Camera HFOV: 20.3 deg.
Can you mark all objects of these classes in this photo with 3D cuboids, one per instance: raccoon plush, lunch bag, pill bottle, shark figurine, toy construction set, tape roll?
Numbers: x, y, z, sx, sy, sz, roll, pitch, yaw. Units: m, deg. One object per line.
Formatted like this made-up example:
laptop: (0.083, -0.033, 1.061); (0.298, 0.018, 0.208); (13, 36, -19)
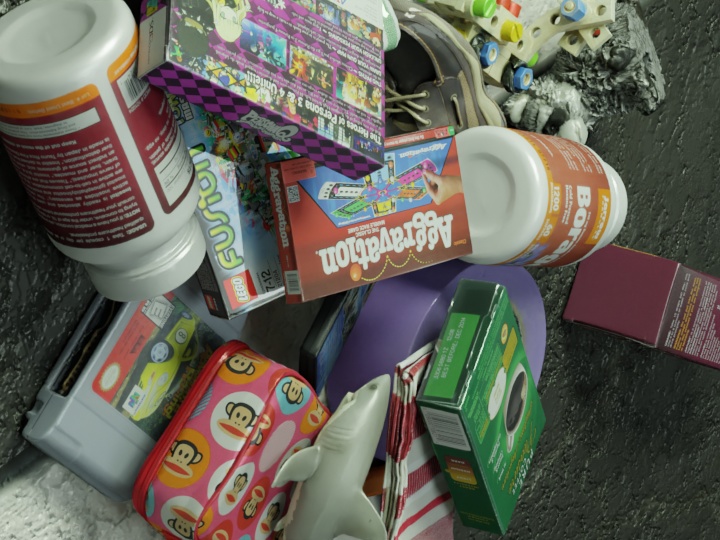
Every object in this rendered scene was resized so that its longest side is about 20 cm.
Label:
raccoon plush: (0.196, -0.188, 1.808); (0.097, 0.134, 0.200); (56, 26, -35)
lunch bag: (-0.095, 0.161, 1.532); (0.176, 0.082, 0.200); (-60, 159, -13)
pill bottle: (0.145, -0.059, 1.675); (0.200, 0.112, 0.112); (1, 104, -59)
pill bottle: (-0.175, -0.079, 1.351); (0.113, 0.113, 0.200); (-45, 135, -29)
shark figurine: (-0.017, 0.199, 1.545); (0.128, 0.089, 0.215); (-35, 147, -53)
toy construction set: (0.124, -0.224, 1.681); (0.200, 0.092, 0.131); (24, 85, -41)
tape roll: (0.068, 0.075, 1.728); (0.200, 0.085, 0.200); (-23, 121, -45)

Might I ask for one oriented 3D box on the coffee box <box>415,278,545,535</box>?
coffee box: (0.100, 0.114, 1.635); (0.200, 0.044, 0.123); (67, 37, -51)

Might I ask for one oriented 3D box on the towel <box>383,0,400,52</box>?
towel: (-0.056, -0.209, 1.436); (0.200, 0.031, 0.149); (-26, 90, -52)

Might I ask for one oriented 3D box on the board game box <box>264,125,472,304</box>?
board game box: (0.010, -0.044, 1.498); (0.200, 0.019, 0.103); (-16, 100, -48)

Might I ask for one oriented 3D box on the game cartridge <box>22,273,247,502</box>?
game cartridge: (-0.158, 0.066, 1.492); (0.200, 0.041, 0.133); (-61, 144, -14)

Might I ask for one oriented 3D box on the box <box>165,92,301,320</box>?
box: (-0.088, -0.077, 1.456); (0.110, 0.035, 0.200); (-26, 108, -25)

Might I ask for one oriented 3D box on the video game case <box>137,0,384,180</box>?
video game case: (-0.063, -0.176, 1.367); (0.200, 0.036, 0.182); (23, 55, -40)

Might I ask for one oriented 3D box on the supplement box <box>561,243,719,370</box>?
supplement box: (0.303, 0.038, 1.975); (0.200, 0.110, 0.086); (17, 90, -52)

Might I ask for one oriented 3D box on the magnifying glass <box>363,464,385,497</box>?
magnifying glass: (-0.022, 0.189, 1.716); (0.200, 0.022, 0.080); (-8, 110, -50)

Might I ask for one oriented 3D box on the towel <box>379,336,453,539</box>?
towel: (0.054, 0.155, 1.628); (0.144, 0.023, 0.201); (-29, 127, -63)

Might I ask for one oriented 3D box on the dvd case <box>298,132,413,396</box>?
dvd case: (0.000, 0.000, 1.600); (0.143, 0.018, 0.200); (95, 21, -71)

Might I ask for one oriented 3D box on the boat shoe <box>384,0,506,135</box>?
boat shoe: (0.058, -0.143, 1.639); (0.073, 0.074, 0.200); (-58, 138, -17)
